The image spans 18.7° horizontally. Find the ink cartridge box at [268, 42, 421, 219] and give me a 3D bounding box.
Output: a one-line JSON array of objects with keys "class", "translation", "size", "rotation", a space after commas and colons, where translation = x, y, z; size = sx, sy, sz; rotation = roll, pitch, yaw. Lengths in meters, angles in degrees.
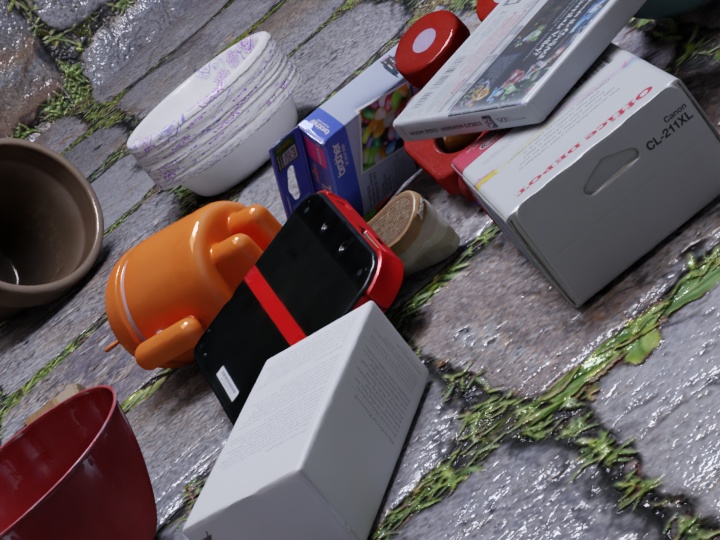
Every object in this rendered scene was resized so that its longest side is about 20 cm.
[{"class": "ink cartridge box", "translation": [0.014, -0.115, 1.854], "size": [0.200, 0.120, 0.042], "rotation": [-38, 55, -20]}]

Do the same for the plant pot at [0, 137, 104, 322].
[{"class": "plant pot", "translation": [-0.414, -0.026, 2.516], "size": [0.201, 0.200, 0.175], "rotation": [-51, 2, -36]}]

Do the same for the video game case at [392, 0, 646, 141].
[{"class": "video game case", "translation": [0.133, -0.173, 1.595], "size": [0.200, 0.023, 0.181], "rotation": [-48, 21, -22]}]

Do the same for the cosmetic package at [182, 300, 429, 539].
[{"class": "cosmetic package", "translation": [-0.031, 0.116, 1.424], "size": [0.101, 0.071, 0.200], "rotation": [-30, 18, 29]}]

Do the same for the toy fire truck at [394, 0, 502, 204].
[{"class": "toy fire truck", "translation": [0.117, -0.138, 1.743], "size": [0.199, 0.112, 0.169], "rotation": [-31, 38, 24]}]

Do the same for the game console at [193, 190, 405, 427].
[{"class": "game console", "translation": [-0.049, 0.035, 1.666], "size": [0.177, 0.031, 0.200], "rotation": [-54, 25, 6]}]

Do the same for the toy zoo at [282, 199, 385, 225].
[{"class": "toy zoo", "translation": [-0.002, -0.079, 1.982], "size": [0.131, 0.021, 0.200], "rotation": [-19, 26, 52]}]

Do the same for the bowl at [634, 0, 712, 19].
[{"class": "bowl", "translation": [0.240, -0.277, 1.755], "size": [0.199, 0.105, 0.202], "rotation": [-16, 39, 13]}]

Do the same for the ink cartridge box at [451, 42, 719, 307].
[{"class": "ink cartridge box", "translation": [0.156, -0.070, 1.486], "size": [0.145, 0.083, 0.200], "rotation": [-38, 16, 2]}]

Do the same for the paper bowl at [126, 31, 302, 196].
[{"class": "paper bowl", "translation": [-0.149, -0.160, 2.382], "size": [0.200, 0.105, 0.201], "rotation": [-37, 16, 12]}]

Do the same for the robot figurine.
[{"class": "robot figurine", "translation": [-0.139, 0.013, 1.870], "size": [0.199, 0.116, 0.145], "rotation": [-26, 64, 39]}]

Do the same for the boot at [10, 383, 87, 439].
[{"class": "boot", "translation": [-0.274, 0.190, 1.825], "size": [0.167, 0.072, 0.200], "rotation": [-50, 16, 6]}]

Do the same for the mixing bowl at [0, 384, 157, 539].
[{"class": "mixing bowl", "translation": [-0.221, 0.190, 1.584], "size": [0.199, 0.109, 0.200], "rotation": [-35, 16, 12]}]

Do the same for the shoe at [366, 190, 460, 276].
[{"class": "shoe", "translation": [0.000, 0.000, 1.726], "size": [0.199, 0.053, 0.071], "rotation": [-29, 48, 45]}]
